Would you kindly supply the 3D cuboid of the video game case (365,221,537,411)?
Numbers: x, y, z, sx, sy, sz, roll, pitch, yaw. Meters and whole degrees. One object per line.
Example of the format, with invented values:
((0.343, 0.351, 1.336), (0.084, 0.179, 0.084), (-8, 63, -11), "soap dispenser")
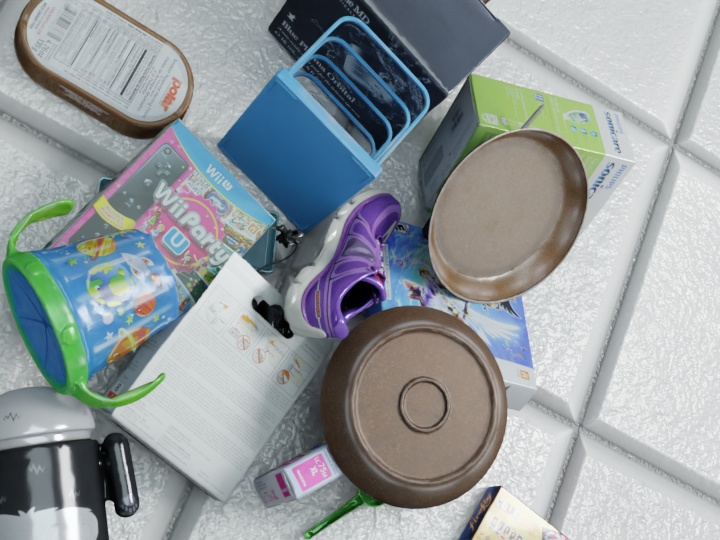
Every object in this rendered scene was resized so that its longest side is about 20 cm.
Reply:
((0.094, 0.043, 1.290), (0.180, 0.046, 0.201), (16, 45, -19), "video game case")

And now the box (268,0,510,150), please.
((0.025, -0.263, 1.293), (0.197, 0.200, 0.117), (47, 66, -5), "box")

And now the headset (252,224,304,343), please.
((-0.110, 0.051, 1.225), (0.123, 0.094, 0.202), (24, 83, -20), "headset")

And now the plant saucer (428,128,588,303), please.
((0.153, -0.060, 1.260), (0.198, 0.032, 0.202), (-13, 121, -23), "plant saucer")

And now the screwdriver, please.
((0.131, -0.103, 1.269), (0.028, 0.200, 0.029), (48, 33, 14), "screwdriver")

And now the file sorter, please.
((-0.037, -0.153, 1.246), (0.139, 0.200, 0.123), (45, 63, -7), "file sorter")

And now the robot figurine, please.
((-0.300, 0.210, 1.103), (0.149, 0.124, 0.202), (0, 77, -45), "robot figurine")

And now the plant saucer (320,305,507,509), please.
((0.059, 0.133, 1.167), (0.198, 0.034, 0.202), (3, 80, -17), "plant saucer")

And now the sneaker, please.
((0.000, 0.000, 1.214), (0.083, 0.081, 0.201), (13, 51, 24), "sneaker")

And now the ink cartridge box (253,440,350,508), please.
((-0.006, 0.182, 1.225), (0.199, 0.119, 0.042), (-23, 84, -24), "ink cartridge box")

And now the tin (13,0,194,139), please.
((-0.270, -0.221, 1.256), (0.199, 0.042, 0.113), (30, 73, -13), "tin")

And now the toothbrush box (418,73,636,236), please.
((0.186, -0.123, 1.346), (0.198, 0.146, 0.087), (11, 48, -18), "toothbrush box")

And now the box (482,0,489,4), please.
((0.093, -0.331, 1.333), (0.074, 0.200, 0.101), (-25, 88, -25), "box")

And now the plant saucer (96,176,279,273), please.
((-0.186, -0.046, 1.261), (0.198, 0.019, 0.071), (11, 74, -20), "plant saucer")

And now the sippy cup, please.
((-0.244, 0.027, 1.096), (0.130, 0.139, 0.179), (-26, 116, -28), "sippy cup")

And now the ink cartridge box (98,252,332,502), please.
((-0.143, 0.105, 1.190), (0.162, 0.050, 0.201), (44, 71, -28), "ink cartridge box")

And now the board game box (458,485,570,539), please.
((0.192, 0.353, 1.313), (0.200, 0.035, 0.136), (39, 68, -10), "board game box")

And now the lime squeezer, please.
((0.029, 0.220, 1.246), (0.199, 0.071, 0.038), (-33, 69, 12), "lime squeezer")

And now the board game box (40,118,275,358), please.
((-0.209, -0.031, 1.204), (0.148, 0.064, 0.200), (46, 74, -13), "board game box")
